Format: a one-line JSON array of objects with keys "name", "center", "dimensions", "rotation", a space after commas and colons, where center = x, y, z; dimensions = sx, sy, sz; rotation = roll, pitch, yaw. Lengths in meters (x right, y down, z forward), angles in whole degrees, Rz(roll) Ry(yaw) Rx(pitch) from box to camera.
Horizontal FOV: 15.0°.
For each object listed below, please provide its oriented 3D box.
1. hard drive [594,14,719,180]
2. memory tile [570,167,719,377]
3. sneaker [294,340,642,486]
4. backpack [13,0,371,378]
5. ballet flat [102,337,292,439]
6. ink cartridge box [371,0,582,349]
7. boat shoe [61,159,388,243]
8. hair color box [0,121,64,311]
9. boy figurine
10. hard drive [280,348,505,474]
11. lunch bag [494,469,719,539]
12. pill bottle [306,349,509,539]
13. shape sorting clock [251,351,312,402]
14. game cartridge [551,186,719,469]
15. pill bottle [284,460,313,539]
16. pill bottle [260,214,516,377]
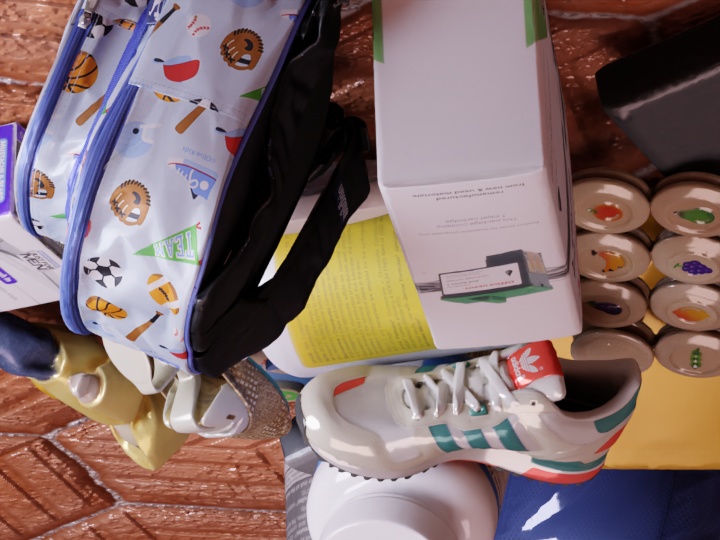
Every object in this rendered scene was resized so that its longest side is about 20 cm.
[{"name": "hard drive", "center": [0.230, -0.078, 1.466], "dimensions": [0.139, 0.033, 0.200], "rotation": [-22, 147, 20]}, {"name": "memory tile", "center": [0.188, 0.007, 1.529], "dimensions": [0.153, 0.017, 0.200], "rotation": [5, 148, 10]}, {"name": "sneaker", "center": [0.064, 0.067, 1.509], "dimensions": [0.199, 0.071, 0.093], "rotation": [6, 140, -24]}, {"name": "backpack", "center": [-0.087, -0.052, 1.341], "dimensions": [0.154, 0.191, 0.200], "rotation": [11, 156, 10]}, {"name": "ballet flat", "center": [-0.112, 0.059, 1.653], "dimensions": [0.070, 0.065, 0.200], "rotation": [-13, 134, 35]}, {"name": "ink cartridge box", "center": [0.060, -0.065, 1.375], "dimensions": [0.084, 0.147, 0.200], "rotation": [-6, 155, 8]}, {"name": "boat shoe", "center": [-0.070, -0.052, 1.484], "dimensions": [0.199, 0.069, 0.072], "rotation": [-5, 178, 21]}, {"name": "hair color box", "center": [-0.258, -0.017, 1.550], "dimensions": [0.199, 0.065, 0.109], "rotation": [-10, 153, 19]}, {"name": "boy figurine", "center": [-0.187, 0.065, 1.707], "dimensions": [0.200, 0.065, 0.124], "rotation": [31, 174, -41]}, {"name": "hard drive", "center": [0.067, 0.087, 1.764], "dimensions": [0.200, 0.033, 0.139], "rotation": [-27, 153, 25]}, {"name": "lunch bag", "center": [0.195, 0.143, 1.836], "dimensions": [0.199, 0.133, 0.136], "rotation": [0, 161, 35]}, {"name": "pill bottle", "center": [0.029, 0.123, 1.600], "dimensions": [0.112, 0.200, 0.113], "rotation": [6, 121, 10]}, {"name": "shape sorting clock", "center": [-0.025, 0.046, 1.730], "dimensions": [0.199, 0.039, 0.200], "rotation": [-2, 155, -1]}, {"name": "game cartridge", "center": [0.192, 0.037, 1.642], "dimensions": [0.176, 0.032, 0.200], "rotation": [1, 129, -7]}, {"name": "pill bottle", "center": [0.004, 0.211, 1.894], "dimensions": [0.113, 0.201, 0.113], "rotation": [-1, 155, -1]}, {"name": "pill bottle", "center": [0.000, 0.000, 1.549], "dimensions": [0.199, 0.112, 0.112], "rotation": [-9, 154, 14]}]
